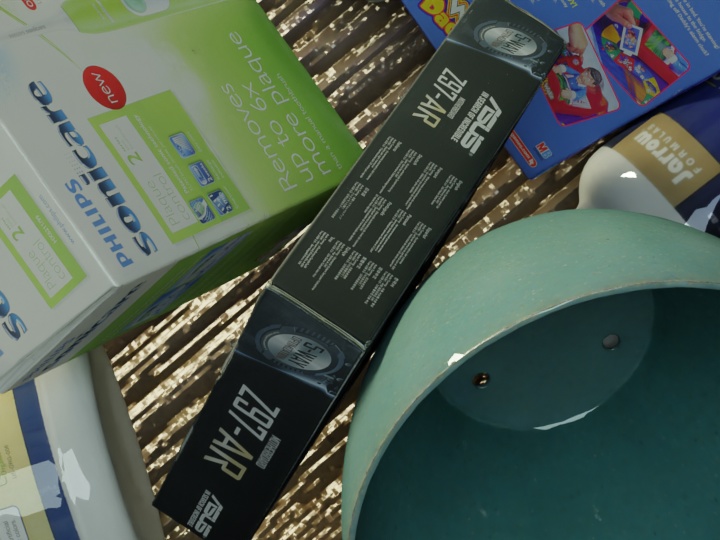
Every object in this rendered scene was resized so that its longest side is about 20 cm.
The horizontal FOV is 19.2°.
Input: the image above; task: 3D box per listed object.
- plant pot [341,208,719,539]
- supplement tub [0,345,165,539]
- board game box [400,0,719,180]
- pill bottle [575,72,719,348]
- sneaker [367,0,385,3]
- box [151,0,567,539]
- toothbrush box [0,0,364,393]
[{"bbox_3d":[0.082,0.056,0.795,0.199,0.135,0.201,-5,121,-8],"label":"plant pot"},{"bbox_3d":[-0.193,0.110,0.904,0.199,0.144,0.145,-17,86,-1],"label":"supplement tub"},{"bbox_3d":[0.072,-0.154,0.912,0.134,0.045,0.200,-29,102,38],"label":"board game box"},{"bbox_3d":[0.168,-0.030,0.927,0.200,0.116,0.116,-38,86,-3],"label":"pill bottle"},{"bbox_3d":[-0.058,-0.193,0.976,0.082,0.074,0.200,-37,95,34],"label":"sneaker"},{"bbox_3d":[0.000,0.000,0.862,0.043,0.160,0.200,33,48,2],"label":"box"},{"bbox_3d":[-0.107,-0.056,0.885,0.086,0.200,0.146,-39,83,34],"label":"toothbrush box"}]
